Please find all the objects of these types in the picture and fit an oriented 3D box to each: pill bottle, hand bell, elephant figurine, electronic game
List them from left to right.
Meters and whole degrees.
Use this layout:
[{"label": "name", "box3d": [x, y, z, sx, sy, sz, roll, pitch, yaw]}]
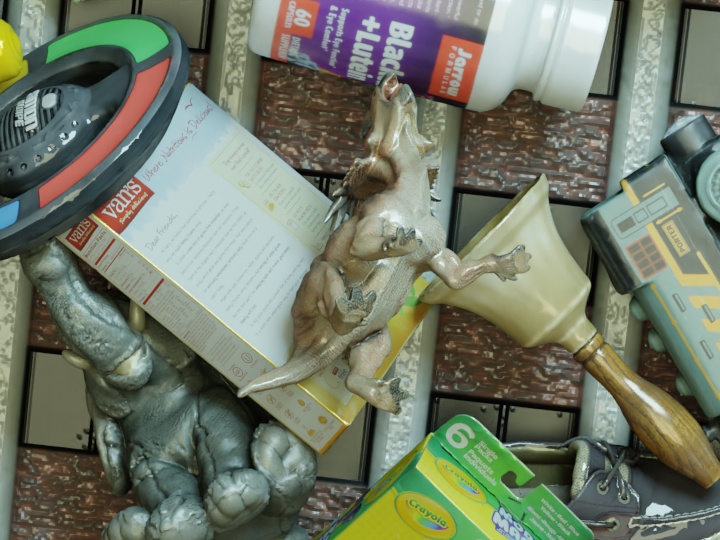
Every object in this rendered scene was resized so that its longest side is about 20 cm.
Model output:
[{"label": "electronic game", "box3d": [-0.183, -0.075, 1.413, 0.199, 0.200, 0.042, -34, 120, 4]}, {"label": "elephant figurine", "box3d": [-0.114, 0.072, 1.460, 0.141, 0.155, 0.201, -19, 66, -30]}, {"label": "pill bottle", "box3d": [0.042, -0.156, 1.438, 0.199, 0.111, 0.112, 14, 95, 0]}, {"label": "hand bell", "box3d": [0.140, 0.050, 1.455, 0.200, 0.104, 0.104, 45, 94, -1]}]

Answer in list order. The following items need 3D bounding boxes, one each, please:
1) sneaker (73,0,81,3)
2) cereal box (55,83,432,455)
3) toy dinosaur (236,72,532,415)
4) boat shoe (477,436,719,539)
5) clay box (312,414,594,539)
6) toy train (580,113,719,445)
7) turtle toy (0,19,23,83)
[{"label": "sneaker", "box3d": [-0.111, -0.240, 1.457, 0.199, 0.074, 0.116, -34, 95, 13]}, {"label": "cereal box", "box3d": [-0.063, -0.004, 1.443, 0.200, 0.144, 0.040, 40, 131, -2]}, {"label": "toy dinosaur", "box3d": [0.000, 0.000, 1.381, 0.200, 0.135, 0.086, -51, 123, -7]}, {"label": "boat shoe", "box3d": [0.133, 0.132, 1.477, 0.199, 0.072, 0.065, -1, 129, 6]}, {"label": "clay box", "box3d": [0.031, 0.185, 1.463, 0.115, 0.048, 0.200, 43, 119, -5]}, {"label": "toy train", "box3d": [0.217, 0.011, 1.465, 0.114, 0.085, 0.201, -31, 91, 7]}, {"label": "turtle toy", "box3d": [-0.289, -0.173, 1.440, 0.145, 0.101, 0.201, -18, 78, 5]}]
